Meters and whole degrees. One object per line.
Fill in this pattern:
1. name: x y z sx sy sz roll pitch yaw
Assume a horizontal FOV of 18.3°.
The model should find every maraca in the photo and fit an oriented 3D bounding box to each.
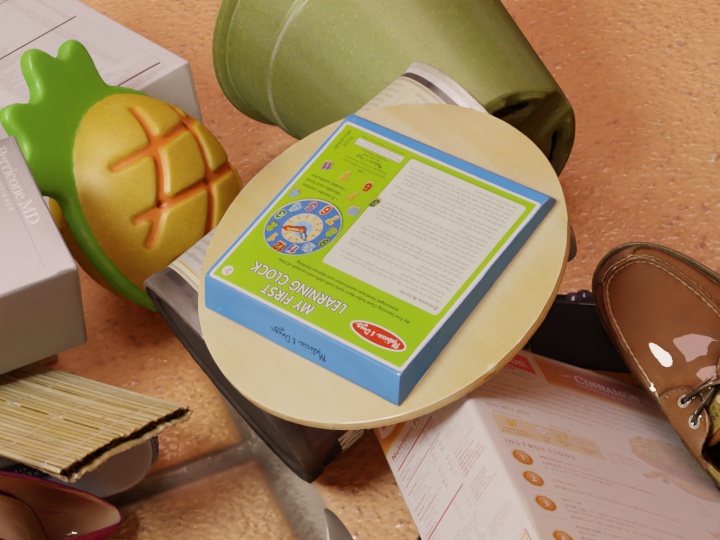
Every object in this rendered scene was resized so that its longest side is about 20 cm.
1. maraca: -0.145 -0.055 1.378 0.107 0.200 0.137 -20 43 34

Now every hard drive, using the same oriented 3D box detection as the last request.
1. hard drive: 0.194 0.036 1.240 0.200 0.042 0.135 3 1 10

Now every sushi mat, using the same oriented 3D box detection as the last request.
1. sushi mat: -0.191 0.077 1.247 0.096 0.012 0.200 -26 26 -39

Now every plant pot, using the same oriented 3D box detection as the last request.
1. plant pot: 0.037 -0.119 1.439 0.200 0.200 0.190 -26 53 -19

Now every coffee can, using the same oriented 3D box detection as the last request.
1. coffee can: 0.000 0.000 1.258 0.200 0.146 0.146 -40 43 -8

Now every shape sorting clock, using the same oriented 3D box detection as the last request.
1. shape sorting clock: 0.011 -0.004 1.147 0.200 0.039 0.200 -10 49 12

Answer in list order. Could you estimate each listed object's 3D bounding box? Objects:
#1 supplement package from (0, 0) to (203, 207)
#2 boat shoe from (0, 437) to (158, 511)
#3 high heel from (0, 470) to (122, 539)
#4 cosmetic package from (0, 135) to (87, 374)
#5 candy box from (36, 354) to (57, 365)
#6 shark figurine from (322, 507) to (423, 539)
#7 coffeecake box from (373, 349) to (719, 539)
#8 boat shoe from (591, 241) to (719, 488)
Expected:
1. supplement package: -0.207 -0.107 1.518 0.114 0.110 0.200 -33 43 -26
2. boat shoe: -0.211 0.112 1.285 0.200 0.069 0.057 -8 12 4
3. high heel: -0.184 0.116 1.167 0.096 0.200 0.068 -21 74 -6
4. cosmetic package: -0.262 0.015 1.243 0.200 0.090 0.107 -24 61 -14
5. candy box: -0.294 0.038 1.348 0.200 0.117 0.056 -25 40 -19
6. shark figurine: 0.024 0.188 1.095 0.090 0.214 0.128 -45 73 15
7. coffeecake box: 0.110 0.128 1.108 0.153 0.073 0.200 17 27 -28
8. boat shoe: 0.192 0.066 1.139 0.072 0.200 0.068 -43 -5 12
